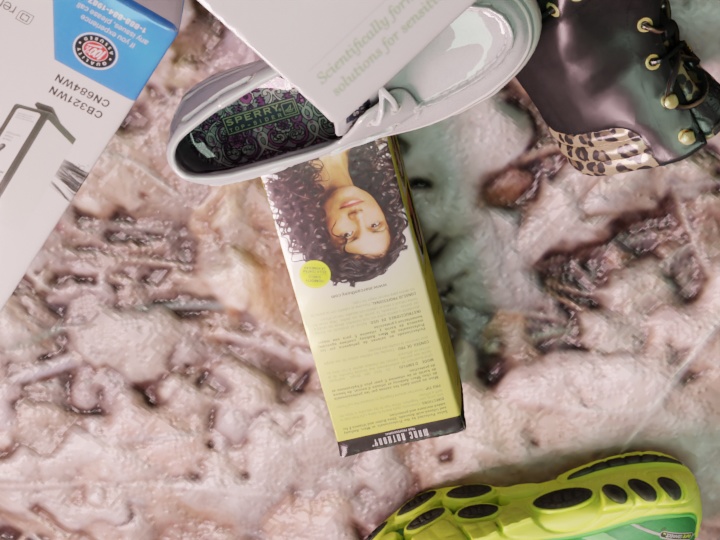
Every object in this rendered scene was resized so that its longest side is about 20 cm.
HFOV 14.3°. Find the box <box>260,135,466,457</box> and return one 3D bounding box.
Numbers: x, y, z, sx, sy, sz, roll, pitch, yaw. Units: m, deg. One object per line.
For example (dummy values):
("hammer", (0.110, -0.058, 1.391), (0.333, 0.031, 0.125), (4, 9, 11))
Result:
("box", (0.000, 0.000, 1.540), (0.075, 0.050, 0.201), (-13, 119, 7))

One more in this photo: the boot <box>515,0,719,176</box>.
("boot", (0.145, -0.133, 1.441), (0.199, 0.073, 0.151), (-19, 121, 30))

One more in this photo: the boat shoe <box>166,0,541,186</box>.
("boat shoe", (-0.007, -0.091, 1.424), (0.199, 0.069, 0.072), (-13, 109, 14))

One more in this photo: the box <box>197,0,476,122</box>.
("box", (-0.012, -0.224, 1.323), (0.199, 0.172, 0.200), (-41, 112, 19))

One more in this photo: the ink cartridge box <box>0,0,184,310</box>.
("ink cartridge box", (-0.200, -0.093, 1.466), (0.145, 0.084, 0.200), (28, 114, -15))

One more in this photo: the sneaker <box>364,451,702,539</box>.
("sneaker", (0.096, 0.161, 1.616), (0.199, 0.074, 0.084), (-10, 115, 4))
